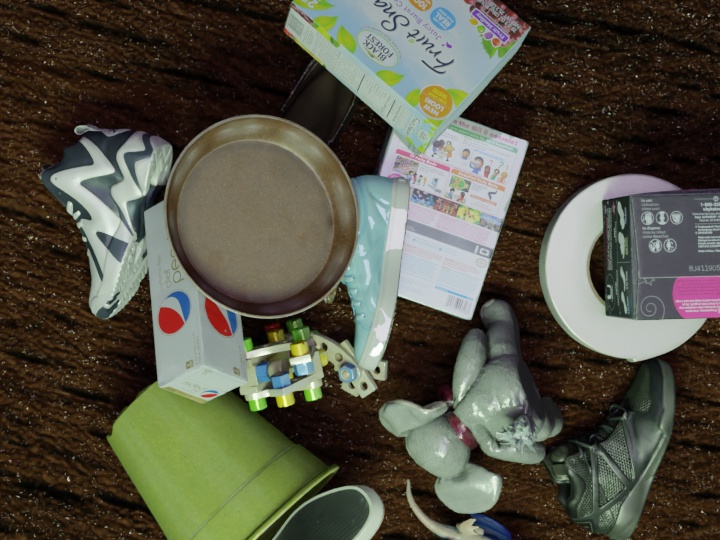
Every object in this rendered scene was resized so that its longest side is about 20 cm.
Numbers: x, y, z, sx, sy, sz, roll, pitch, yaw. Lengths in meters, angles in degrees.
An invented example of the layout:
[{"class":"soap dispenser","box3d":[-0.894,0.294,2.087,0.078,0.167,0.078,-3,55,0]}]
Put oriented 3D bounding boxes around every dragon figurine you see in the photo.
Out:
[{"class":"dragon figurine","box3d":[0.130,0.299,1.511,0.198,0.099,0.059,28,90,15]}]

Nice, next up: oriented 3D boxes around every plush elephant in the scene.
[{"class":"plush elephant","box3d":[0.113,0.157,1.466,0.153,0.200,0.166,-24,105,17]}]

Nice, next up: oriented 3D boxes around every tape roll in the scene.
[{"class":"tape roll","box3d":[0.295,-0.004,1.534,0.200,0.037,0.206,0,90,-5]}]

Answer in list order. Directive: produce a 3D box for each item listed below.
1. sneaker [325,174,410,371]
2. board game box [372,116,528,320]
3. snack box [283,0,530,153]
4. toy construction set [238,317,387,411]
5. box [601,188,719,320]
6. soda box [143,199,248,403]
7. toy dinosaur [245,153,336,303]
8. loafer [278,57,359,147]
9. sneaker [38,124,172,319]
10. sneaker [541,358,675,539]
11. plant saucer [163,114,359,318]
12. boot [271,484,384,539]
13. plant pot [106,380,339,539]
[{"class":"sneaker","box3d":[0.000,0.000,1.432,0.081,0.074,0.203,8,77,0]},{"class":"board game box","box3d":[0.078,-0.066,1.501,0.146,0.064,0.202,19,90,-5]},{"class":"snack box","box3d":[0.048,-0.251,1.457,0.200,0.068,0.169,41,68,6]},{"class":"toy construction set","box3d":[-0.059,0.092,1.445,0.130,0.199,0.093,-10,84,29]},{"class":"box","box3d":[0.362,-0.017,1.465,0.197,0.115,0.134,-2,89,-7]},{"class":"soda box","box3d":[-0.165,0.025,1.395,0.063,0.068,0.202,-26,58,28]},{"class":"toy dinosaur","box3d":[-0.104,-0.031,1.480,0.106,0.060,0.200,-42,123,1]},{"class":"loafer","box3d":[-0.054,-0.149,1.483,0.072,0.071,0.202,26,89,-5]},{"class":"sneaker","box3d":[-0.283,-0.060,1.468,0.128,0.079,0.201,20,110,14]},{"class":"sneaker","box3d":[0.268,0.183,1.514,0.113,0.076,0.202,20,94,-11]},{"class":"plant saucer","box3d":[-0.099,-0.051,1.375,0.198,0.034,0.203,4,78,-19]},{"class":"boot","box3d":[-0.027,0.301,1.456,0.200,0.144,0.073,-43,54,17]},{"class":"plant pot","box3d":[-0.156,0.200,1.435,0.200,0.200,0.190,-42,83,-3]}]
